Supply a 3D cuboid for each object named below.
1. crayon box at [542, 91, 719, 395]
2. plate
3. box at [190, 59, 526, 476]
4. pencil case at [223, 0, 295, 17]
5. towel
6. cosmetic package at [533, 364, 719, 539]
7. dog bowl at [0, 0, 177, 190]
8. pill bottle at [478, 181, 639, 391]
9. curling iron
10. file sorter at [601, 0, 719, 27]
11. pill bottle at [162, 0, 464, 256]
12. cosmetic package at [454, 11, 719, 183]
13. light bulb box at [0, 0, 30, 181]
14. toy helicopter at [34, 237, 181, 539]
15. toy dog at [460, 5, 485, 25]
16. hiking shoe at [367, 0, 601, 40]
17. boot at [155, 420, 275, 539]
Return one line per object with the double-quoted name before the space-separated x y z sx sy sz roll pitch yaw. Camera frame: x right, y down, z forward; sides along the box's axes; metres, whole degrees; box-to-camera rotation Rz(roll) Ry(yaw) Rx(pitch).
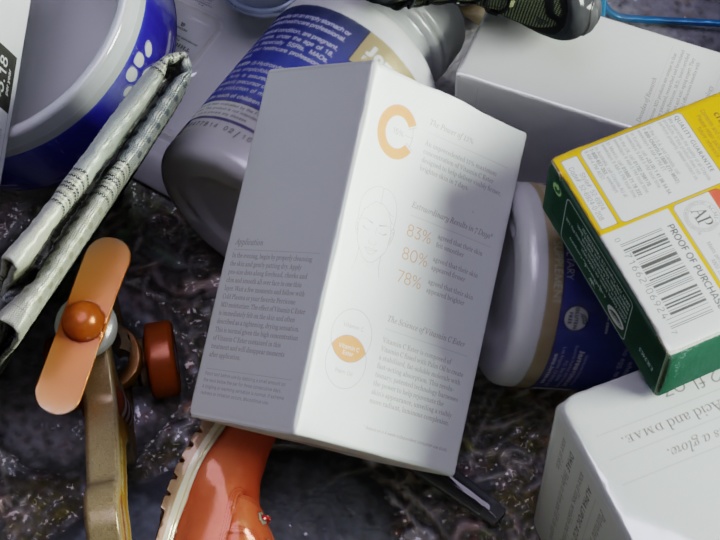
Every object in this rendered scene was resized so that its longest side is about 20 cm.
"crayon box" 0.212 -0.032 0.892 0.199 0.052 0.126 -22 62 -12
"plate" -0.126 -0.154 1.172 0.198 0.032 0.201 26 63 16
"box" 0.000 0.000 0.951 0.097 0.124 0.202 4 78 49
"pencil case" -0.086 -0.256 1.170 0.083 0.091 0.201 -42 40 15
"towel" -0.178 -0.019 1.004 0.034 0.193 0.201 33 62 -8
"cosmetic package" 0.209 0.159 0.904 0.164 0.165 0.201 -21 61 -11
"dog bowl" -0.223 -0.157 1.112 0.198 0.079 0.202 -7 68 17
"pill bottle" 0.174 0.014 1.010 0.198 0.120 0.121 4 58 -12
"curling iron" -0.001 0.099 1.027 0.199 0.026 0.050 28 85 11
"file sorter" 0.227 -0.246 1.160 0.121 0.139 0.201 5 59 7
"pill bottle" -0.022 -0.102 1.079 0.119 0.120 0.200 29 64 17
"cosmetic package" 0.162 -0.093 1.087 0.198 0.108 0.085 17 59 12
"light bulb box" -0.296 -0.170 0.986 0.124 0.200 0.200 -2 71 20
"toy helicopter" -0.144 0.075 0.960 0.078 0.133 0.201 -7 45 -4
"toy dog" 0.070 -0.259 1.198 0.096 0.132 0.201 -4 44 44
"hiking shoe" 0.047 -0.182 1.031 0.199 0.076 0.101 31 58 16
"boot" -0.071 0.161 0.968 0.106 0.075 0.201 20 67 4
